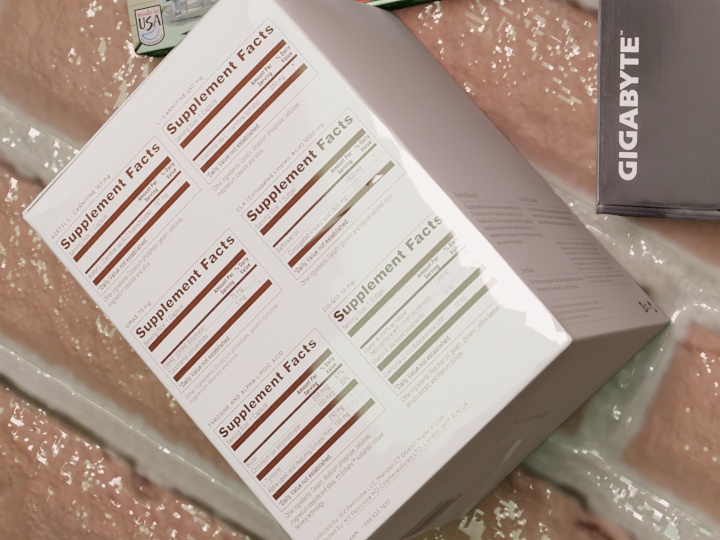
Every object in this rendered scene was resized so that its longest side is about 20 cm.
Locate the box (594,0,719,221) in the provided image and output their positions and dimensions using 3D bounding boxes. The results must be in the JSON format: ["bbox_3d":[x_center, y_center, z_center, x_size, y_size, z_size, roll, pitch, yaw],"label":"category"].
[{"bbox_3d":[0.199,-0.119,0.944,0.198,0.050,0.201,4,96,27],"label":"box"}]

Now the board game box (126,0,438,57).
[{"bbox_3d":[-0.023,-0.185,1.052,0.199,0.029,0.135,-10,89,20],"label":"board game box"}]

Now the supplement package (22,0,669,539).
[{"bbox_3d":[0.000,0.000,0.962,0.147,0.191,0.200,-44,77,15],"label":"supplement package"}]
